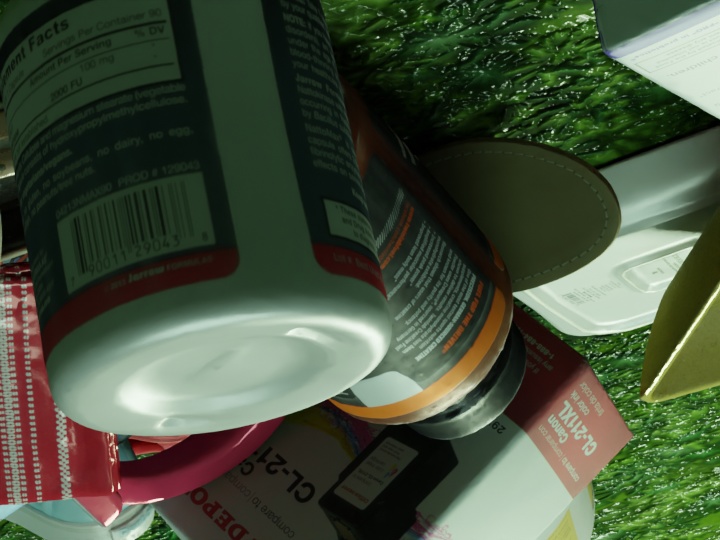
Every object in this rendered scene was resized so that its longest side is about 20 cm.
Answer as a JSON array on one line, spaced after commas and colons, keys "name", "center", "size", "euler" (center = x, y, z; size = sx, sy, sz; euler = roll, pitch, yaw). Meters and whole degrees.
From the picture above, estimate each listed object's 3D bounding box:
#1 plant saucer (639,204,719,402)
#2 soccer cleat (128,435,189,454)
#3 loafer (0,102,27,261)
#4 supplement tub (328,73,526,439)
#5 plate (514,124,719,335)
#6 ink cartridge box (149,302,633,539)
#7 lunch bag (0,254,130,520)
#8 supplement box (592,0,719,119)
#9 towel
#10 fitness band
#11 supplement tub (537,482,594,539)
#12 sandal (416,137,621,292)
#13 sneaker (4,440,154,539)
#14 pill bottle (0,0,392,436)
[{"name": "plant saucer", "center": [0.247, -0.023, 1.255], "size": [0.200, 0.049, 0.200], "euler": [-13, 150, -27]}, {"name": "soccer cleat", "center": [-0.079, 0.062, 1.322], "size": [0.200, 0.077, 0.067], "euler": [-18, 158, 15]}, {"name": "loafer", "center": [-0.145, -0.029, 0.983], "size": [0.200, 0.063, 0.072], "euler": [-28, 156, -26]}, {"name": "supplement tub", "center": [0.000, 0.000, 1.095], "size": [0.107, 0.107, 0.200], "euler": [-21, 139, 22]}, {"name": "plate", "center": [0.166, -0.014, 1.326], "size": [0.200, 0.032, 0.200], "euler": [-20, 158, 19]}, {"name": "ink cartridge box", "center": [0.013, 0.099, 1.238], "size": [0.200, 0.146, 0.083], "euler": [-46, 143, -8]}, {"name": "lunch bag", "center": [-0.191, 0.029, 1.140], "size": [0.150, 0.094, 0.200], "euler": [-33, 149, -7]}, {"name": "supplement box", "center": [0.171, -0.121, 0.959], "size": [0.103, 0.101, 0.200], "euler": [-24, 156, 29]}, {"name": "towel", "center": [-0.202, 0.052, 1.049], "size": [0.199, 0.023, 0.145], "euler": [-4, 133, -6]}, {"name": "fitness band", "center": [-0.100, 0.040, 1.146], "size": [0.144, 0.037, 0.200], "euler": [-43, 143, -9]}, {"name": "supplement tub", "center": [0.062, 0.121, 1.455], "size": [0.145, 0.146, 0.200], "euler": [-14, 159, 4]}, {"name": "sandal", "center": [0.036, -0.025, 1.210], "size": [0.211, 0.078, 0.070], "euler": [-15, -169, 26]}, {"name": "sneaker", "center": [-0.192, 0.081, 1.289], "size": [0.200, 0.082, 0.074], "euler": [11, -145, 32]}, {"name": "pill bottle", "center": [-0.065, -0.054, 0.862], "size": [0.119, 0.200, 0.120], "euler": [-10, 159, -4]}]
